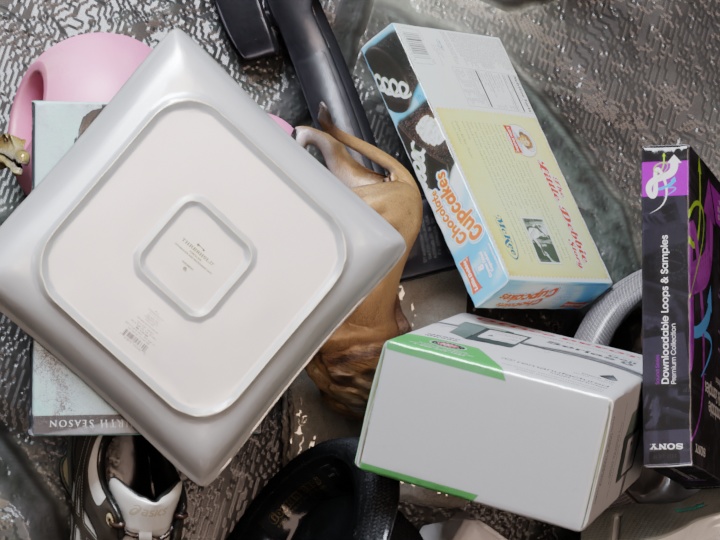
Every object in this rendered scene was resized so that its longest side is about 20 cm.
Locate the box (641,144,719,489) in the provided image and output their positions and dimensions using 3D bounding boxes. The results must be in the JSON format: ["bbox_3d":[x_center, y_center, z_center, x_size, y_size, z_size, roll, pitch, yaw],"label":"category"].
[{"bbox_3d":[0.208,0.033,1.545,0.036,0.143,0.202,-1,80,18],"label":"box"}]

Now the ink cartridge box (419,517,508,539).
[{"bbox_3d":[0.063,0.284,1.580,0.145,0.084,0.201,37,70,-12],"label":"ink cartridge box"}]

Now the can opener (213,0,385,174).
[{"bbox_3d":[-0.029,-0.134,1.634,0.201,0.078,0.063,64,22,4],"label":"can opener"}]

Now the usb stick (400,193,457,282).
[{"bbox_3d":[-0.017,-0.009,1.591,0.199,0.033,0.056,-14,95,-21],"label":"usb stick"}]

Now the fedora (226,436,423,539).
[{"bbox_3d":[-0.019,0.208,1.520,0.091,0.200,0.202,33,70,-28],"label":"fedora"}]

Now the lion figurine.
[{"bbox_3d":[0.000,0.000,1.535,0.122,0.073,0.201,12,109,-15],"label":"lion figurine"}]

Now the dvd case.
[{"bbox_3d":[-0.129,-0.001,1.474,0.145,0.022,0.202,1,93,-15],"label":"dvd case"}]

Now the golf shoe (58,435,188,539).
[{"bbox_3d":[-0.146,0.172,1.514,0.077,0.094,0.202,-9,85,-23],"label":"golf shoe"}]

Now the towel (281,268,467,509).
[{"bbox_3d":[0.008,0.057,1.626,0.131,0.034,0.202,3,79,-19],"label":"towel"}]

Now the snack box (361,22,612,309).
[{"bbox_3d":[0.084,-0.069,1.619,0.116,0.037,0.201,2,58,-48],"label":"snack box"}]

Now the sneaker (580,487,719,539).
[{"bbox_3d":[0.235,0.185,1.594,0.199,0.070,0.081,-12,108,-19],"label":"sneaker"}]

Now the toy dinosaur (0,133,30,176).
[{"bbox_3d":[-0.289,-0.067,1.515,0.199,0.058,0.102,16,91,19],"label":"toy dinosaur"}]

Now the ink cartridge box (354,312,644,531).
[{"bbox_3d":[0.097,0.088,1.502,0.145,0.200,0.085,14,98,14],"label":"ink cartridge box"}]

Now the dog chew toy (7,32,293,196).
[{"bbox_3d":[-0.122,-0.077,1.556,0.199,0.124,0.126,14,76,-26],"label":"dog chew toy"}]

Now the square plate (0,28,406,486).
[{"bbox_3d":[-0.100,-0.006,1.456,0.200,0.028,0.198,42,81,-13],"label":"square plate"}]

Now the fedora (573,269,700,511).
[{"bbox_3d":[0.204,0.096,1.663,0.176,0.090,0.202,-14,93,-21],"label":"fedora"}]
